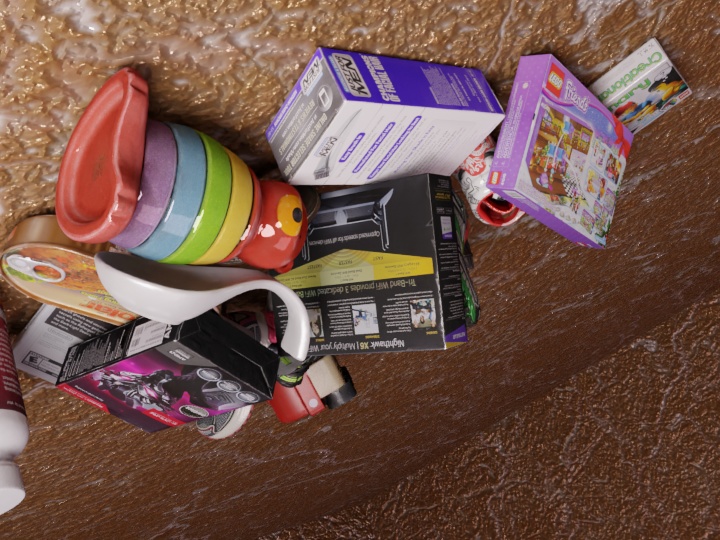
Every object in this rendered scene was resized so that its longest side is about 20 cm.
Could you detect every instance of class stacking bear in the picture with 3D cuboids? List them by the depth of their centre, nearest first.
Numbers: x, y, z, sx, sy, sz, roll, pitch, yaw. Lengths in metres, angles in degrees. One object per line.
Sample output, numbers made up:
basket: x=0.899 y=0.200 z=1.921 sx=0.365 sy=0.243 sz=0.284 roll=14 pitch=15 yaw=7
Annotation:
stacking bear: x=-0.124 y=-0.054 z=0.591 sx=0.198 sy=0.124 sz=0.113 roll=18 pitch=156 yaw=-42

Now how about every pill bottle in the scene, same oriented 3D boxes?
pill bottle: x=-0.354 y=0.111 z=0.641 sx=0.111 sy=0.202 sz=0.113 roll=-21 pitch=158 yaw=-9

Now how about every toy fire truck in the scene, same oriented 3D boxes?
toy fire truck: x=-0.123 y=0.162 z=1.079 sx=0.198 sy=0.130 sz=0.176 roll=-29 pitch=-176 yaw=-3

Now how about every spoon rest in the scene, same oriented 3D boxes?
spoon rest: x=-0.122 y=0.019 z=0.611 sx=0.198 sy=0.099 sz=0.061 roll=23 pitch=91 yaw=-37

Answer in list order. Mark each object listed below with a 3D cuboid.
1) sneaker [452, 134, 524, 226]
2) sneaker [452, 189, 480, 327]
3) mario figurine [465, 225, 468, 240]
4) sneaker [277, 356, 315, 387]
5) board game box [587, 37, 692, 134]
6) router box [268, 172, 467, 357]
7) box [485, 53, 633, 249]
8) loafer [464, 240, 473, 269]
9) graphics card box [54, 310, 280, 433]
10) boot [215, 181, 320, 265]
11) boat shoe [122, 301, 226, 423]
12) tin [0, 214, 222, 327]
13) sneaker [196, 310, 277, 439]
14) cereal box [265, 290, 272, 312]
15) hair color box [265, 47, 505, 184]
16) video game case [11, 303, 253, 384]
sneaker: x=0.152 y=-0.093 z=0.844 sx=0.067 sy=0.109 sz=0.201 roll=-30 pitch=157 yaw=15
sneaker: x=0.093 y=-0.035 z=0.803 sx=0.084 sy=0.203 sz=0.078 roll=-22 pitch=-174 yaw=-33
mario figurine: x=0.038 y=-0.054 z=0.890 sx=0.197 sy=0.108 sz=0.123 roll=-2 pitch=-173 yaw=-23
sneaker: x=-0.072 y=0.096 z=0.886 sx=0.070 sy=0.084 sz=0.199 roll=7 pitch=161 yaw=-32
board game box: x=0.290 y=-0.181 z=0.892 sx=0.199 sy=0.035 sz=0.125 roll=-38 pitch=154 yaw=27
router box: x=0.000 y=0.000 z=0.728 sx=0.197 sy=0.160 sz=0.052 roll=-6 pitch=179 yaw=33
box: x=0.217 y=-0.118 z=0.783 sx=0.039 sy=0.139 sz=0.199 roll=11 pitch=172 yaw=45
loafer: x=0.083 y=0.014 z=1.054 sx=0.072 sy=0.073 sz=0.200 roll=-6 pitch=152 yaw=-40
graphics card box: x=-0.190 y=0.100 z=0.725 sx=0.198 sy=0.051 sz=0.125 roll=-21 pitch=135 yaw=34
boot: x=-0.135 y=-0.053 z=0.674 sx=0.197 sy=0.076 sz=0.097 roll=-19 pitch=158 yaw=-2
boat shoe: x=-0.238 y=0.091 z=0.890 sx=0.201 sy=0.072 sz=0.075 roll=-50 pitch=149 yaw=9
tin: x=-0.220 y=0.010 z=0.672 sx=0.198 sy=0.042 sz=0.112 roll=21 pitch=141 yaw=-24
sneaker: x=-0.163 y=0.122 z=0.892 sx=0.074 sy=0.081 sz=0.202 roll=7 pitch=125 yaw=-31
cereal box: x=-0.047 y=0.043 z=0.935 sx=0.141 sy=0.040 sz=0.200 roll=-2 pitch=163 yaw=-9
hair color box: x=0.025 y=-0.135 z=0.682 sx=0.198 sy=0.065 sz=0.109 roll=-7 pitch=153 yaw=-40
video game case: x=-0.245 y=0.081 z=0.791 sx=0.199 sy=0.024 sz=0.182 roll=32 pitch=121 yaw=-29
